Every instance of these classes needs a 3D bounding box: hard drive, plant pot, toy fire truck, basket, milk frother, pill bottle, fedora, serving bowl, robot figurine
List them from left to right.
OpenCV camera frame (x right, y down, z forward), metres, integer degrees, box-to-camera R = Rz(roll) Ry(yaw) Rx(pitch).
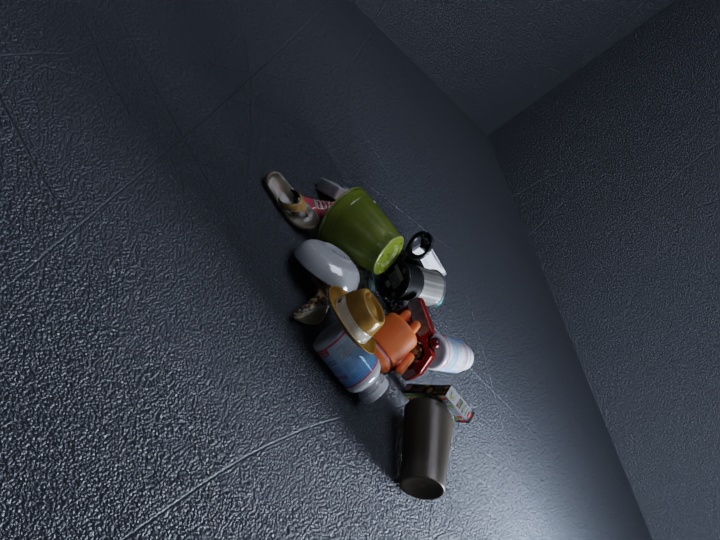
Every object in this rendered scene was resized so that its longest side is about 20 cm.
[{"bbox_3d":[-0.077,-0.024,1.494,0.198,0.066,0.200,34,12,-8],"label":"serving bowl"},{"bbox_3d":[-0.020,0.227,1.390,0.201,0.108,0.109,52,30,-10],"label":"pill bottle"},{"bbox_3d":[0.004,0.102,1.356,0.202,0.081,0.201,52,13,-17],"label":"fedora"},{"bbox_3d":[0.015,-0.098,1.588,0.192,0.203,0.199,39,23,22],"label":"plant pot"},{"bbox_3d":[0.074,0.196,1.506,0.116,0.199,0.145,22,-33,59],"label":"robot figurine"},{"bbox_3d":[0.143,0.199,1.607,0.111,0.167,0.203,13,51,-51],"label":"toy fire truck"},{"bbox_3d":[0.173,0.005,1.854,0.198,0.027,0.134,-30,87,-20],"label":"hard drive"},{"bbox_3d":[0.184,-0.002,1.659,0.186,0.198,0.185,12,64,-46],"label":"milk frother"},{"bbox_3d":[0.168,0.464,1.437,0.202,0.133,0.182,-76,153,-46],"label":"basket"},{"bbox_3d":[0.282,0.270,1.801,0.198,0.108,0.111,19,47,-49],"label":"pill bottle"}]

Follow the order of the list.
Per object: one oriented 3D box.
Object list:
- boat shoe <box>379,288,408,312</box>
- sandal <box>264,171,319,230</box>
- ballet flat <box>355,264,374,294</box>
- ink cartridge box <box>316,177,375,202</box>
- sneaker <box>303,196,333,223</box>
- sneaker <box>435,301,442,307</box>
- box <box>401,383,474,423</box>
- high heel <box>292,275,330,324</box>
[{"bbox_3d":[0.106,0.095,1.767,0.091,0.075,0.204,6,67,-13],"label":"boat shoe"},{"bbox_3d":[-0.189,-0.195,1.552,0.080,0.054,0.201,-43,99,-27],"label":"sandal"},{"bbox_3d":[0.000,0.000,1.695,0.074,0.074,0.203,33,36,-36],"label":"ballet flat"},{"bbox_3d":[-0.018,-0.224,1.795,0.175,0.045,0.198,35,14,35],"label":"ink cartridge box"},{"bbox_3d":[-0.107,-0.184,1.663,0.198,0.086,0.075,22,44,-46],"label":"sneaker"},{"bbox_3d":[0.232,0.086,1.947,0.120,0.084,0.201,42,30,-9],"label":"sneaker"},{"bbox_3d":[0.209,0.362,1.534,0.110,0.199,0.035,50,61,-14],"label":"box"},{"bbox_3d":[-0.130,0.063,1.448,0.198,0.072,0.143,-14,52,-48],"label":"high heel"}]
